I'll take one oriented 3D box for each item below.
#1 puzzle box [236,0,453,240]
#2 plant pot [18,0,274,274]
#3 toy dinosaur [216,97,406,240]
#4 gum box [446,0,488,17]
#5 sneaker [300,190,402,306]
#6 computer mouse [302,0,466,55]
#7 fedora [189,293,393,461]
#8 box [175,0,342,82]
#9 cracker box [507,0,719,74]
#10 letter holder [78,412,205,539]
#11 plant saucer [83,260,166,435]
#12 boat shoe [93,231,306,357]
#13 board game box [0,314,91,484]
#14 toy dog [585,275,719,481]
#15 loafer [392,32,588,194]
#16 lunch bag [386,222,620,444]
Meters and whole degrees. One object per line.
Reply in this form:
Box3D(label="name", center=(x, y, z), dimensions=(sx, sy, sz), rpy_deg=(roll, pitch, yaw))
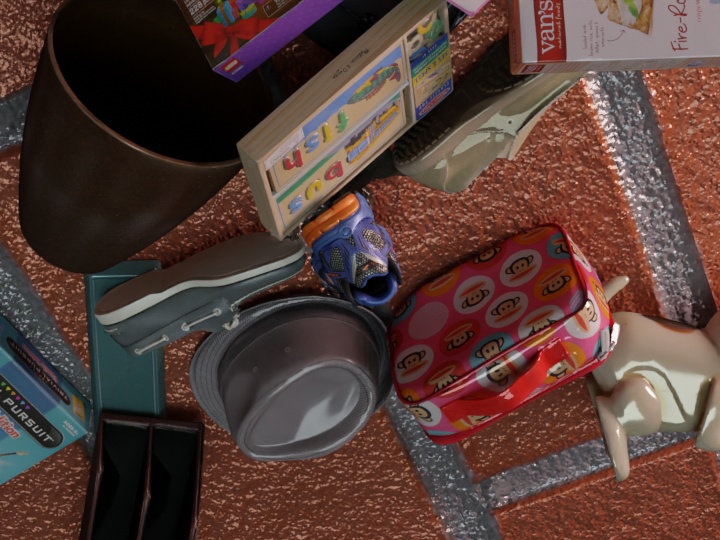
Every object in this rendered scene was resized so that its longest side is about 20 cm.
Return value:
Box3D(label="puzzle box", center=(-0.007, -0.121, 1.192), dimensions=(0.200, 0.025, 0.133), rpy_deg=(-42, 158, -13))
Box3D(label="plant pot", center=(-0.197, -0.092, 1.222), dimensions=(0.187, 0.187, 0.200), rpy_deg=(23, 132, -19))
Box3D(label="toy dinosaur", center=(-0.028, -0.084, 1.291), dimensions=(0.200, 0.077, 0.102), rpy_deg=(7, 135, -5))
Box3D(label="gum box", center=(0.104, -0.296, 1.134), dimensions=(0.200, 0.114, 0.066), rpy_deg=(-44, 140, 21))
Box3D(label="sneaker", center=(0.000, 0.000, 1.299), dimensions=(0.075, 0.078, 0.200), rpy_deg=(-32, 165, 4))
Box3D(label="computer mouse", center=(-0.009, -0.222, 1.216), dimensions=(0.200, 0.053, 0.139), rpy_deg=(30, 116, -22))
Box3D(label="fedora", center=(-0.059, 0.115, 1.407), dimensions=(0.200, 0.090, 0.177), rpy_deg=(-26, 121, 11))
Box3D(label="box", center=(-0.056, -0.256, 1.145), dimensions=(0.200, 0.137, 0.039), rpy_deg=(-35, 158, 16))
Box3D(label="cracker box", center=(0.216, -0.227, 1.196), dimensions=(0.200, 0.058, 0.134), rpy_deg=(-3, 88, -4))
Box3D(label="letter holder", center=(-0.213, 0.258, 1.442), dimensions=(0.100, 0.142, 0.200), rpy_deg=(7, 128, -11))
Box3D(label="plant saucer", center=(-0.217, 0.079, 1.412), dimensions=(0.070, 0.019, 0.200), rpy_deg=(-1, 124, -5))
Box3D(label="boat shoe", center=(-0.132, 0.022, 1.331), dimensions=(0.200, 0.073, 0.062), rpy_deg=(-19, 116, 13))
Box3D(label="board game box", center=(-0.377, 0.138, 1.416), dimensions=(0.200, 0.047, 0.151), rpy_deg=(-31, 121, 14))
Box3D(label="toy dog", center=(0.311, 0.088, 1.419), dimensions=(0.200, 0.140, 0.194), rpy_deg=(-14, 87, 5))
Box3D(label="loafer", center=(0.119, -0.137, 1.275), dimensions=(0.200, 0.076, 0.068), rpy_deg=(-35, 129, 14))
Box3D(label="lunch bag", center=(0.122, 0.061, 1.339), dimensions=(0.200, 0.176, 0.082), rpy_deg=(-30, 121, 14))
